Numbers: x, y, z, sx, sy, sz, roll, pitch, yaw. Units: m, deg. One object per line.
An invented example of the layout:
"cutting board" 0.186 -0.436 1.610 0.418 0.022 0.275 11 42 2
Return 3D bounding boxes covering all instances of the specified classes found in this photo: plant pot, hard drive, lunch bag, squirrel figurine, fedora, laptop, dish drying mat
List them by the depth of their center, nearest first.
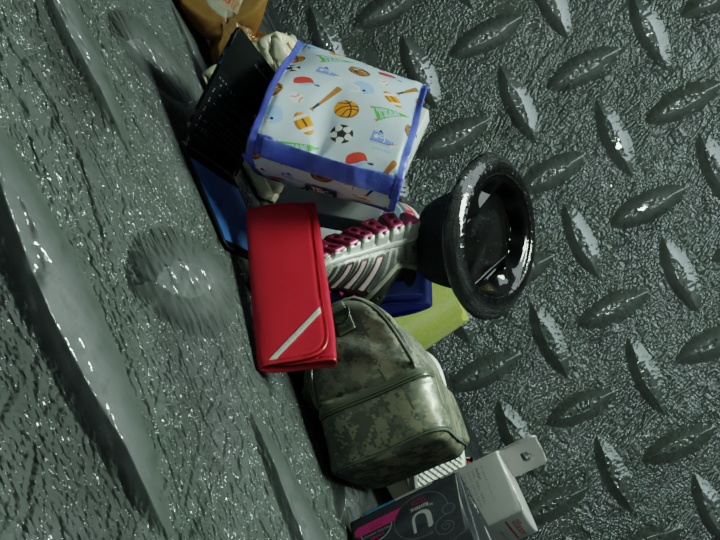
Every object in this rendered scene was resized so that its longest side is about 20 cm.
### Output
"dish drying mat" -0.069 0.009 0.860 0.018 0.075 0.203 88 -6 -50
"lunch bag" -0.024 -0.142 0.947 0.201 0.166 0.126 -75 -179 -61
"lunch bag" 0.023 0.128 0.949 0.200 0.137 0.171 47 23 -66
"laptop" -0.115 -0.125 0.969 0.102 0.203 0.177 27 -1 11
"fedora" 0.123 -0.039 1.022 0.199 0.090 0.206 1 89 -53
"hard drive" -0.007 -0.132 1.076 0.027 0.129 0.202 79 28 -50
"squirrel figurine" -0.197 -0.379 1.328 0.187 0.139 0.204 -133 -151 -75
"plant pot" 0.061 0.059 1.370 0.203 0.181 0.201 63 6 -11

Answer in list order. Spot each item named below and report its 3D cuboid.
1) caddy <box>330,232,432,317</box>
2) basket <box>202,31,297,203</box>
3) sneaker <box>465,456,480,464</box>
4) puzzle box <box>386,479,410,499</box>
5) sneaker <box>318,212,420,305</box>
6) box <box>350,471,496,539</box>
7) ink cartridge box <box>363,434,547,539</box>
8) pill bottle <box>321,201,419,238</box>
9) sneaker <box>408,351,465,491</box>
"caddy" 0.000 0.000 1.084 0.141 0.196 0.107 41 40 -72
"basket" -0.113 -0.206 1.201 0.203 0.134 0.123 64 10 -1
"sneaker" 0.144 0.278 1.223 0.200 0.082 0.078 42 26 -17
"puzzle box" 0.052 0.260 1.126 0.134 0.025 0.202 -107 175 -53
"sneaker" -0.016 0.007 0.950 0.073 0.197 0.089 21 -52 59
"box" 0.087 0.314 0.837 0.202 0.120 0.107 62 7 -25
"ink cartridge box" 0.114 0.257 0.936 0.068 0.197 0.116 67 8 31
"pill bottle" -0.013 -0.051 1.223 0.198 0.119 0.121 10 47 -47
"sneaker" 0.075 0.204 1.070 0.082 0.072 0.204 136 -47 -61
